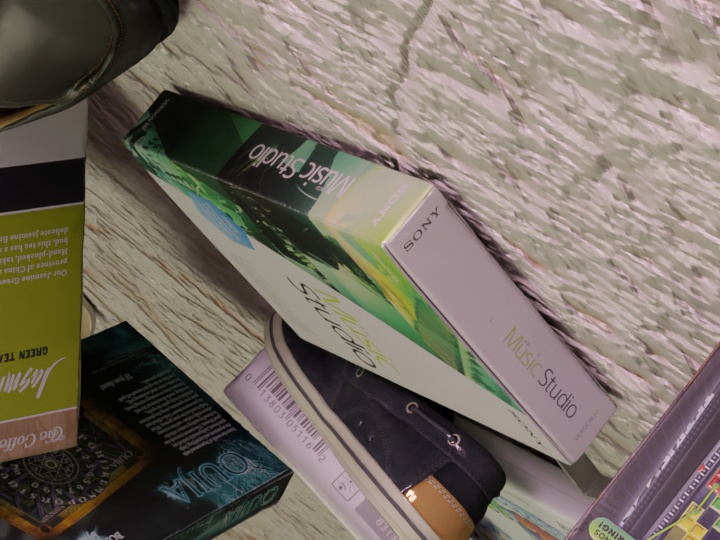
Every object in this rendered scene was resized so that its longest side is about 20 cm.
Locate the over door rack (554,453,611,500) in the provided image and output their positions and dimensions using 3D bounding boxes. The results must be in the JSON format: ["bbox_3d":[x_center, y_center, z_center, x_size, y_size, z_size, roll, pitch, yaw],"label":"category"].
[{"bbox_3d":[0.121,0.168,0.912,0.199,0.148,0.067,26,157,42],"label":"over door rack"}]

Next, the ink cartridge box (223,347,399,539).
[{"bbox_3d":[0.009,0.125,1.267,0.160,0.047,0.200,46,179,16],"label":"ink cartridge box"}]

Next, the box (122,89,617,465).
[{"bbox_3d":[0.000,0.000,0.926,0.200,0.036,0.144,21,157,52],"label":"box"}]

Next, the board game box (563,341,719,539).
[{"bbox_3d":[0.095,0.119,0.776,0.057,0.166,0.200,36,167,13],"label":"board game box"}]

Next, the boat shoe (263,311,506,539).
[{"bbox_3d":[0.011,0.068,1.073,0.075,0.062,0.200,50,178,-33],"label":"boat shoe"}]

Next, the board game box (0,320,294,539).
[{"bbox_3d":[-0.142,0.102,1.157,0.135,0.200,0.028,40,123,19],"label":"board game box"}]

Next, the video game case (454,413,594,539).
[{"bbox_3d":[0.097,0.137,1.138,0.200,0.024,0.182,24,160,51],"label":"video game case"}]

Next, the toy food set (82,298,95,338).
[{"bbox_3d":[-0.285,-0.017,1.592,0.143,0.060,0.200,30,163,34],"label":"toy food set"}]

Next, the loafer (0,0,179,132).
[{"bbox_3d":[-0.122,-0.091,0.876,0.073,0.072,0.200,41,166,-4],"label":"loafer"}]

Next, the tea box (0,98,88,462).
[{"bbox_3d":[-0.237,-0.025,1.080,0.200,0.133,0.198,25,117,48],"label":"tea box"}]
